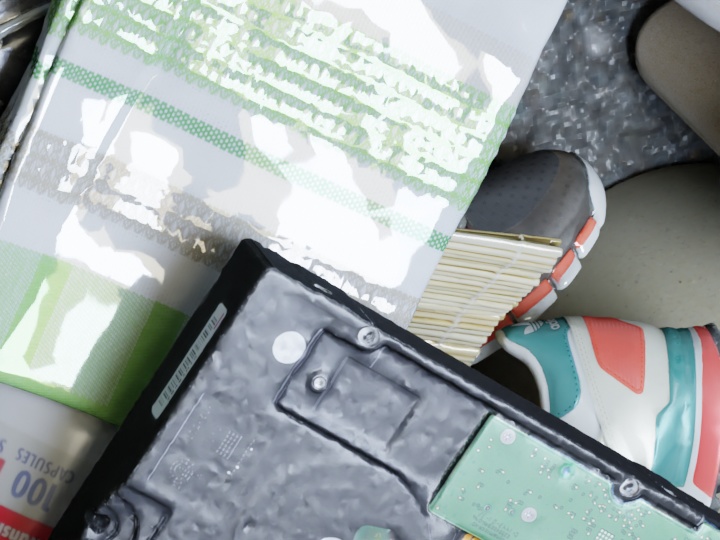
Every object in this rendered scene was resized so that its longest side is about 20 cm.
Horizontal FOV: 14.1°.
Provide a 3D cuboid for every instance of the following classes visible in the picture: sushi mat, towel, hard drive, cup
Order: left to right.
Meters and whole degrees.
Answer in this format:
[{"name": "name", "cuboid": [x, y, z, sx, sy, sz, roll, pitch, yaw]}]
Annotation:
[{"name": "sushi mat", "cuboid": [-0.042, 0.001, 0.946, 0.200, 0.096, 0.012, 7, 61, -15]}, {"name": "towel", "cuboid": [-0.032, -0.040, 0.882, 0.149, 0.031, 0.200, 23, 98, -17]}, {"name": "hard drive", "cuboid": [0.010, 0.096, 0.906, 0.200, 0.038, 0.140, 30, 98, -23]}, {"name": "cup", "cuboid": [0.160, 0.070, 1.101, 0.200, 0.143, 0.201, -8, 105, -29]}]

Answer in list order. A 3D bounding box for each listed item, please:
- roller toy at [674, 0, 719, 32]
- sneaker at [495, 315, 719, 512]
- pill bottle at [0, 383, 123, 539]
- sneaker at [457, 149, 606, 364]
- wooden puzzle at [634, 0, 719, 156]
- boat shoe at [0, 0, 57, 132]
[{"name": "roller toy", "cuboid": [0.140, -0.170, 0.996, 0.140, 0.200, 0.182, -42, 151, 28]}, {"name": "sneaker", "cuboid": [0.069, 0.110, 1.003, 0.093, 0.070, 0.200, 9, 93, -4]}, {"name": "pill bottle", "cuboid": [-0.134, 0.126, 0.957, 0.112, 0.112, 0.200, 23, 93, -32]}, {"name": "sneaker", "cuboid": [0.000, 0.000, 1.033, 0.200, 0.077, 0.082, -34, 110, -20]}, {"name": "wooden puzzle", "cuboid": [0.234, -0.071, 1.104, 0.200, 0.185, 0.037, -32, 151, -20]}, {"name": "boat shoe", "cuboid": [-0.110, -0.068, 0.903, 0.200, 0.072, 0.068, -34, 83, -23]}]
